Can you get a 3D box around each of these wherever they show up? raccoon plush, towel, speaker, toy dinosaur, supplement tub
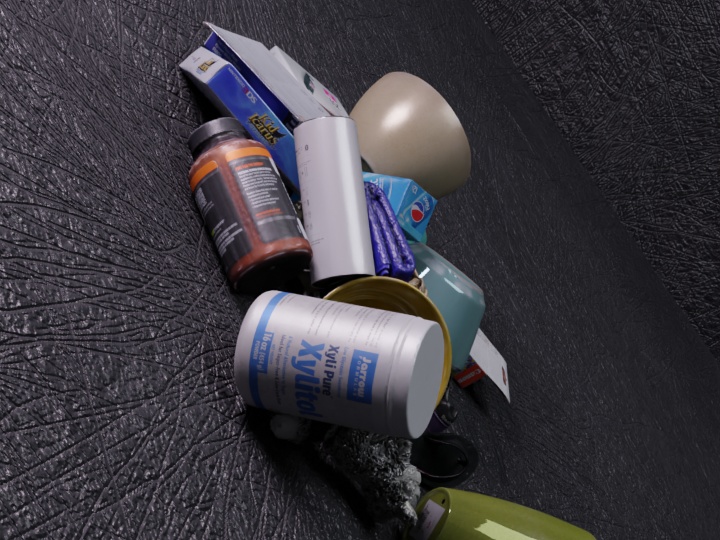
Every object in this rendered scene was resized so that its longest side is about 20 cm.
[{"bbox_3d":[-0.015,0.228,1.536,0.199,0.097,0.135,1,86,-21],"label":"raccoon plush"},{"bbox_3d":[0.000,0.000,1.715,0.049,0.200,0.148,-9,59,-26],"label":"towel"},{"bbox_3d":[-0.033,-0.080,1.632,0.081,0.081,0.201,16,64,-61],"label":"speaker"},{"bbox_3d":[-0.090,-0.048,1.713,0.200,0.077,0.102,54,14,-19],"label":"toy dinosaur"},{"bbox_3d":[-0.023,0.100,1.447,0.132,0.199,0.132,9,90,-71],"label":"supplement tub"},{"bbox_3d":[-0.139,-0.082,1.604,0.107,0.107,0.200,13,49,-62],"label":"supplement tub"}]

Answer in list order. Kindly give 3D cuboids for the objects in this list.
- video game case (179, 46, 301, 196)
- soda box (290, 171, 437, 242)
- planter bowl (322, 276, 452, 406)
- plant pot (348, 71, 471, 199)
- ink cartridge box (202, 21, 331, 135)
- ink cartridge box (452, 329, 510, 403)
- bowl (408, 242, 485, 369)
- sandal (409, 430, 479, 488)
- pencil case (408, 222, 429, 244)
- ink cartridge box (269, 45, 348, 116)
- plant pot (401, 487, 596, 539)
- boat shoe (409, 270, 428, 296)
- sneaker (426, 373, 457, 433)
[{"bbox_3d":[-0.139,-0.193,1.740,0.200,0.045,0.181,49,-5,-23],"label":"video game case"},{"bbox_3d":[0.001,-0.093,1.823,0.068,0.200,0.064,35,73,-46],"label":"soda box"},{"bbox_3d":[0.004,0.105,1.640,0.201,0.200,0.083,53,-15,-15],"label":"planter bowl"},{"bbox_3d":[0.045,-0.170,1.973,0.134,0.200,0.201,-37,97,-28],"label":"plant pot"},{"bbox_3d":[-0.121,-0.244,1.823,0.200,0.041,0.200,47,13,13],"label":"ink cartridge box"},{"bbox_3d":[0.155,0.117,2.072,0.200,0.050,0.109,50,22,-24],"label":"ink cartridge box"},{"bbox_3d":[0.095,0.035,1.872,0.201,0.105,0.201,37,5,-4],"label":"bowl"},{"bbox_3d":[0.093,0.240,1.724,0.048,0.076,0.200,20,-3,45],"label":"sandal"},{"bbox_3d":[0.030,-0.049,1.968,0.092,0.085,0.200,40,16,19],"label":"pencil case"},{"bbox_3d":[-0.058,-0.226,2.021,0.200,0.044,0.174,33,22,-57],"label":"ink cartridge box"},{"bbox_3d":[0.152,0.348,1.609,0.200,0.187,0.187,33,29,-19],"label":"plant pot"},{"bbox_3d":[0.053,0.036,1.744,0.071,0.065,0.200,-21,75,-25],"label":"boat shoe"},{"bbox_3d":[0.083,0.138,1.826,0.076,0.087,0.200,34,31,-47],"label":"sneaker"}]
